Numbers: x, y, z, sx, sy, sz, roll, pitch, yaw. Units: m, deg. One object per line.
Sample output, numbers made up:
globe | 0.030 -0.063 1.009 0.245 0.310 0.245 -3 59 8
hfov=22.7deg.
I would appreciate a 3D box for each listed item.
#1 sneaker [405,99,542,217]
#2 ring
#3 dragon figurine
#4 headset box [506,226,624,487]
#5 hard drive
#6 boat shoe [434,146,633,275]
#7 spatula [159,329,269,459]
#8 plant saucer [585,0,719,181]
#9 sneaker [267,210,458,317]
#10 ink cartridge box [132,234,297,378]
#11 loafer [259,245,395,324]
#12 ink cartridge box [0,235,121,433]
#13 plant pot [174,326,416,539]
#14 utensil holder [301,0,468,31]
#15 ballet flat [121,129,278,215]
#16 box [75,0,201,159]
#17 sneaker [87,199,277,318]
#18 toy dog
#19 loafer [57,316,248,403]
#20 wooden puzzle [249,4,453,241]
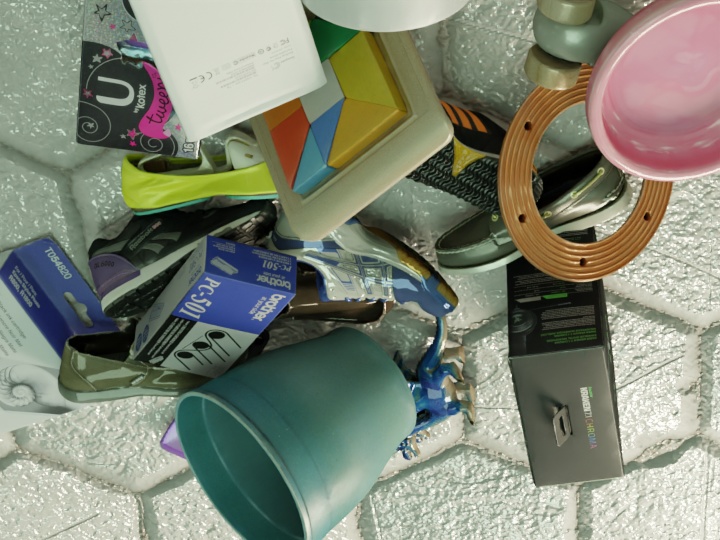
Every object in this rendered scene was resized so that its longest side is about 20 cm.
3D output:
sneaker | 0.075 -0.122 1.647 0.199 0.090 0.070 28 116 -19
ring | 0.206 -0.090 1.641 0.199 0.019 0.202 -5 100 -29
dragon figurine | 0.063 0.118 1.863 0.099 0.059 0.201 -9 129 10
headset box | 0.198 0.087 1.740 0.092 0.201 0.175 -8 129 9
hard drive | -0.114 -0.208 1.474 0.131 0.026 0.201 -24 135 -4
boat shoe | 0.157 -0.058 1.710 0.201 0.072 0.060 -23 125 13
spatula | -0.148 0.132 1.911 0.056 0.021 0.200 26 125 -15
plant saucer | 0.286 -0.168 1.541 0.199 0.051 0.201 -9 134 -9
sneaker | 0.000 0.000 1.747 0.199 0.075 0.088 32 96 -14
ink cartridge box | -0.142 0.038 1.722 0.094 0.044 0.200 14 148 -21
loafer | -0.063 0.026 1.789 0.199 0.071 0.073 8 129 -3
ink cartridge box | -0.359 0.074 1.865 0.199 0.041 0.200 -20 125 18
plant pot | -0.052 0.160 1.798 0.200 0.188 0.201 38 146 31
utensil holder | 0.018 -0.319 1.447 0.169 0.170 0.201 1 132 3
ballet flat | -0.135 -0.098 1.703 0.199 0.067 0.067 -7 111 11
box | -0.183 -0.219 1.559 0.114 0.133 0.201 7 129 -4
sneaker | -0.180 -0.037 1.738 0.199 0.088 0.076 -27 162 11
toy dog | 0.226 -0.217 1.581 0.199 0.097 0.132 17 127 -29
loafer | -0.214 0.087 1.833 0.199 0.075 0.070 -10 124 -8
wooden puzzle | -0.026 -0.155 1.582 0.185 0.201 0.037 -36 157 28
